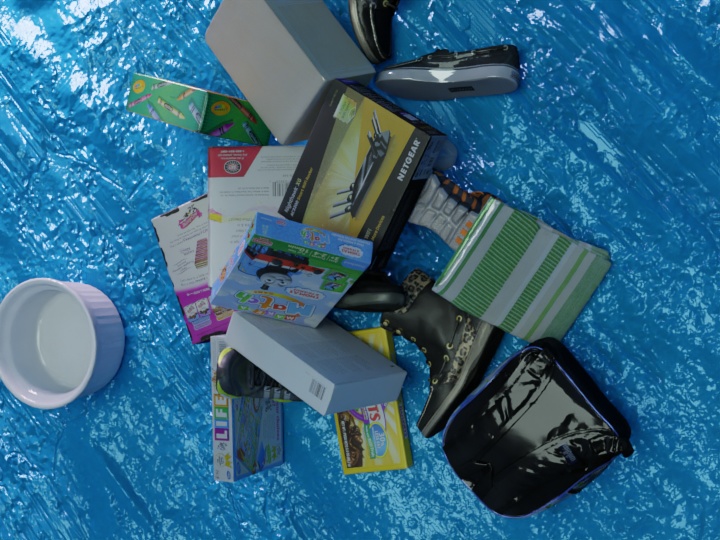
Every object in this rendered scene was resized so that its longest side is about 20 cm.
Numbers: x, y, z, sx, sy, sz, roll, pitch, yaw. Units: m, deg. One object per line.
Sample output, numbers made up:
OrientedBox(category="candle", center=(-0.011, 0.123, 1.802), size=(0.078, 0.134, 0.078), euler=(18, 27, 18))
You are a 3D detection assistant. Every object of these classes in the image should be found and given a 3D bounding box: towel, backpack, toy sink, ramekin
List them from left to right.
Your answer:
OrientedBox(category="ramekin", center=(-0.466, 0.110, 1.723), size=(0.200, 0.098, 0.201), euler=(1, 92, 23))
OrientedBox(category="toy sink", center=(-0.095, -0.292, 1.494), size=(0.200, 0.112, 0.130), euler=(53, 132, 15))
OrientedBox(category="towel", center=(0.206, 0.006, 1.394), size=(0.153, 0.200, 0.023), euler=(-58, 26, 15))
OrientedBox(category="backpack", center=(0.220, 0.206, 1.396), size=(0.200, 0.147, 0.183), euler=(-44, 77, 18))

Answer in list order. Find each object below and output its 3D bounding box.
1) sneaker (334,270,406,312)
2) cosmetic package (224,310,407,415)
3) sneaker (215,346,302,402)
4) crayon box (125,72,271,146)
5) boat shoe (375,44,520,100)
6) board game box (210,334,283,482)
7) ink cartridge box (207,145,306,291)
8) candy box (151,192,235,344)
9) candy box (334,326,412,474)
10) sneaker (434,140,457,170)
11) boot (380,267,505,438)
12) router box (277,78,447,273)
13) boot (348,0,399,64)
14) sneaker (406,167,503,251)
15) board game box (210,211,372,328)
OrientedBox(category="sneaker", center=(0.000, 0.000, 1.490), size=(0.199, 0.076, 0.114), euler=(7, 88, 65))
OrientedBox(category="cosmetic package", center=(-0.060, 0.115, 1.477), size=(0.200, 0.151, 0.052), euler=(32, 114, 35))
OrientedBox(category="sneaker", center=(-0.119, 0.143, 1.511), size=(0.081, 0.200, 0.074), euler=(-2, 82, 36))
OrientedBox(category="crayon box", center=(-0.228, -0.228, 1.559), size=(0.200, 0.119, 0.058), euler=(22, 101, 46))
OrientedBox(category="boat shoe", center=(0.118, -0.267, 1.477), size=(0.200, 0.069, 0.057), euler=(2, 74, 22))
OrientedBox(category="board game box", center=(-0.159, 0.188, 1.569), size=(0.034, 0.134, 0.200), euler=(-1, 91, 28))
OrientedBox(category="ink cartridge box", center=(-0.138, -0.069, 1.539), size=(0.147, 0.086, 0.200), euler=(0, 83, -3))
OrientedBox(category="candy box", center=(-0.211, -0.008, 1.626), size=(0.136, 0.061, 0.200), euler=(-22, 84, 22))
OrientedBox(category="candy box", center=(0.009, 0.182, 1.554), size=(0.102, 0.026, 0.200), euler=(-10, 87, 22))
OrientedBox(category="sneaker", center=(0.036, -0.136, 1.517), size=(0.200, 0.078, 0.099), euler=(-4, 124, 11))
OrientedBox(category="boot", center=(0.093, 0.109, 1.491), size=(0.151, 0.073, 0.200), euler=(34, 110, 23))
OrientedBox(category="router box", center=(-0.001, -0.122, 1.417), size=(0.157, 0.052, 0.200), euler=(34, 112, 23))
OrientedBox(category="boot", center=(0.063, -0.387, 1.482), size=(0.150, 0.073, 0.200), euler=(-5, 86, 23))
OrientedBox(category="sneaker", center=(0.113, -0.090, 1.453), size=(0.200, 0.112, 0.078), euler=(44, 117, 13))
OrientedBox(category="board game box", center=(-0.092, 0.005, 1.408), size=(0.200, 0.151, 0.037), euler=(131, 148, -56))
